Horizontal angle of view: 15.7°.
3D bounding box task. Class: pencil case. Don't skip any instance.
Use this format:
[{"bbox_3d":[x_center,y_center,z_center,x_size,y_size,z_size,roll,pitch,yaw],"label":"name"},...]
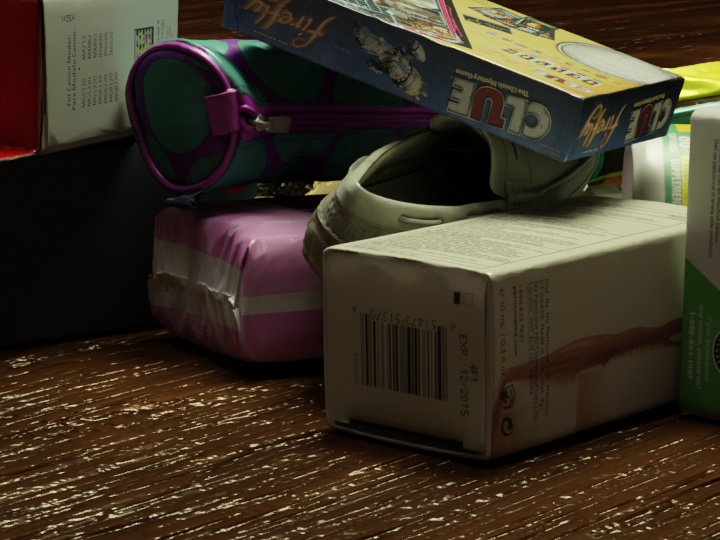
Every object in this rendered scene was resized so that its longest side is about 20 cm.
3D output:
[{"bbox_3d":[-0.026,-0.083,1.380,0.200,0.085,0.092,-7,16,-44],"label":"pencil case"}]

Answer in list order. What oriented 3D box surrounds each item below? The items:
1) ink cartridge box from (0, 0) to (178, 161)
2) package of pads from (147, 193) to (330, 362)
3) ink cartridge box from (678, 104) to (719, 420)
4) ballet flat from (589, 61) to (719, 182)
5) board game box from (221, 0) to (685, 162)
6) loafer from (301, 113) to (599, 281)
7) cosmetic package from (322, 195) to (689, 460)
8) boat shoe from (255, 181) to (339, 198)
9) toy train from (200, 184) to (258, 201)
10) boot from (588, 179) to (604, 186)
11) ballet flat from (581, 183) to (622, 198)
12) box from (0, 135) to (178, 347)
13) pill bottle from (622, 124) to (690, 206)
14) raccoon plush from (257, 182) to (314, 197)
[{"bbox_3d":[-0.224,-0.114,1.363,0.200,0.084,0.175,7,13,26],"label":"ink cartridge box"},{"bbox_3d":[0.000,0.000,1.362,0.200,0.076,0.120,-5,13,-28],"label":"package of pads"},{"bbox_3d":[0.248,0.006,1.169,0.200,0.146,0.084,12,15,43],"label":"ink cartridge box"},{"bbox_3d":[0.140,-0.088,1.506,0.199,0.067,0.067,-7,39,-9],"label":"ballet flat"},{"bbox_3d":[0.047,-0.111,1.318,0.200,0.035,0.135,24,19,23],"label":"board game box"},{"bbox_3d":[0.055,-0.045,1.291,0.070,0.070,0.200,41,43,20],"label":"loafer"},{"bbox_3d":[0.084,0.023,1.218,0.103,0.088,0.200,9,14,41],"label":"cosmetic package"},{"bbox_3d":[0.006,-0.031,1.549,0.200,0.067,0.074,11,14,41],"label":"boat shoe"},{"bbox_3d":[-0.112,-0.069,1.493,0.200,0.150,0.056,28,57,36],"label":"toy train"},{"bbox_3d":[0.093,-0.089,1.633,0.200,0.132,0.070,-5,50,-40],"label":"boot"},{"bbox_3d":[0.132,-0.026,1.536,0.069,0.070,0.200,-3,12,-20],"label":"ballet flat"},{"bbox_3d":[-0.220,-0.027,1.409,0.200,0.104,0.182,-8,15,-39],"label":"box"},{"bbox_3d":[0.241,-0.020,1.390,0.199,0.113,0.113,2,11,2],"label":"pill bottle"},{"bbox_3d":[-0.078,-0.047,1.683,0.134,0.097,0.200,13,40,-4],"label":"raccoon plush"}]
